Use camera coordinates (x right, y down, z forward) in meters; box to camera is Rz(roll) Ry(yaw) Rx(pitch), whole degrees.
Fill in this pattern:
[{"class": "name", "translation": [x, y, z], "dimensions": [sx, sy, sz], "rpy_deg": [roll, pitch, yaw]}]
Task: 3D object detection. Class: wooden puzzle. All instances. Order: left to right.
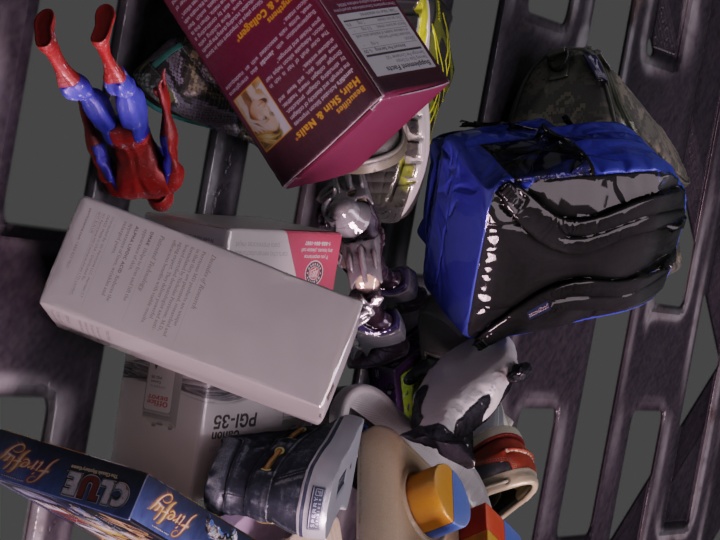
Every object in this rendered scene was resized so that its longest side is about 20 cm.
[{"class": "wooden puzzle", "translation": [0.076, 0.231, 1.549], "dimensions": [0.200, 0.046, 0.185], "rpy_deg": [41, 33, -33]}]

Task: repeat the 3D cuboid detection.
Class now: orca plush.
[{"class": "orca plush", "translation": [0.089, 0.118, 1.615], "dimensions": [0.200, 0.105, 0.071], "rpy_deg": [-79, 158, -70]}]

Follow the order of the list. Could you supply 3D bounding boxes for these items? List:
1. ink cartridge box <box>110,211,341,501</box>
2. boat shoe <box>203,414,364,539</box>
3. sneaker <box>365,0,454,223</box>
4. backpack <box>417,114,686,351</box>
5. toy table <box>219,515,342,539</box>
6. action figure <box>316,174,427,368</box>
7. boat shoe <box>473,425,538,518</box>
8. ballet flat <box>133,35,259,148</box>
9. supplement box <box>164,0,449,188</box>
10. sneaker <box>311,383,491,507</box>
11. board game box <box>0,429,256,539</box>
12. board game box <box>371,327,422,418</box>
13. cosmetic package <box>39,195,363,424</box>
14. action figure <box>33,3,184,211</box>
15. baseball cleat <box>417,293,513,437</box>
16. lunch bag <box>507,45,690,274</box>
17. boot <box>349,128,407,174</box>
[{"class": "ink cartridge box", "translation": [-0.098, 0.062, 1.497], "dimensions": [0.146, 0.083, 0.200], "rpy_deg": [0, 100, -56]}, {"class": "boat shoe", "translation": [-0.052, 0.138, 1.460], "dimensions": [0.200, 0.091, 0.071], "rpy_deg": [-37, 138, -81]}, {"class": "sneaker", "translation": [0.043, -0.137, 1.652], "dimensions": [0.085, 0.074, 0.200], "rpy_deg": [-5, 104, -56]}, {"class": "backpack", "translation": [0.159, -0.052, 1.681], "dimensions": [0.200, 0.168, 0.163], "rpy_deg": [-6, 129, -22]}, {"class": "toy table", "translation": [-0.053, 0.254, 1.594], "dimensions": [0.200, 0.117, 0.184], "rpy_deg": [-49, 136, -35]}, {"class": "action figure", "translation": [0.000, 0.000, 1.612], "dimensions": [0.200, 0.069, 0.130], "rpy_deg": [66, 23, -55]}, {"class": "boat shoe", "translation": [0.073, 0.215, 1.728], "dimensions": [0.071, 0.063, 0.200], "rpy_deg": [25, 120, -40]}, {"class": "ballet flat", "translation": [-0.080, -0.123, 1.470], "dimensions": [0.200, 0.072, 0.072], "rpy_deg": [22, 82, -55]}, {"class": "supplement box", "translation": [-0.047, -0.171, 1.384], "dimensions": [0.086, 0.110, 0.200], "rpy_deg": [-18, 72, -52]}, {"class": "sneaker", "translation": [0.018, 0.162, 1.663], "dimensions": [0.200, 0.112, 0.073], "rpy_deg": [49, 60, -26]}, {"class": "board game box", "translation": [-0.150, 0.173, 1.408], "dimensions": [0.200, 0.135, 0.035], "rpy_deg": [42, 65, -52]}, {"class": "board game box", "translation": [0.061, 0.147, 1.809], "dimensions": [0.120, 0.032, 0.200], "rpy_deg": [-32, 126, -44]}, {"class": "cosmetic package", "translation": [-0.103, 0.029, 1.352], "dimensions": [0.113, 0.200, 0.081], "rpy_deg": [112, -3, -80]}, {"class": "action figure", "translation": [-0.160, -0.102, 1.368], "dimensions": [0.200, 0.065, 0.052], "rpy_deg": [72, 15, -52]}, {"class": "baseball cleat", "translation": [0.079, 0.115, 1.741], "dimensions": [0.106, 0.070, 0.200], "rpy_deg": [-48, 133, -29]}, {"class": "lunch bag", "translation": [0.216, -0.097, 1.876], "dimensions": [0.200, 0.139, 0.168], "rpy_deg": [36, 52, -55]}, {"class": "boot", "translation": [-0.023, -0.192, 1.488], "dimensions": [0.072, 0.182, 0.200], "rpy_deg": [-14, 129, -8]}]
